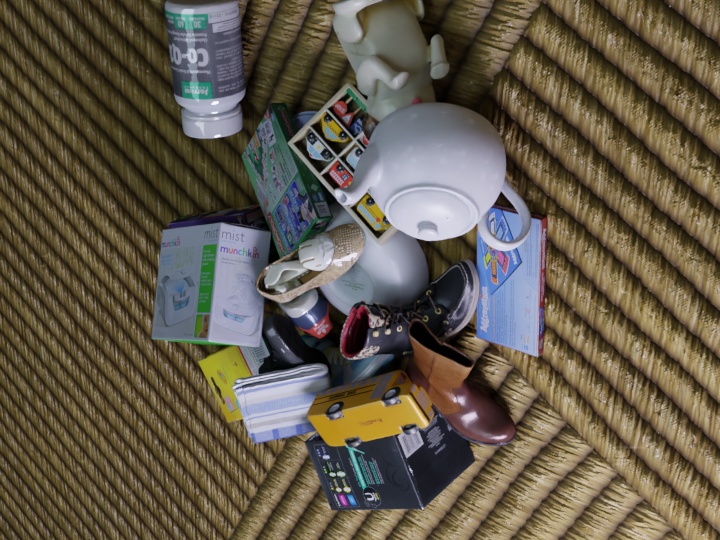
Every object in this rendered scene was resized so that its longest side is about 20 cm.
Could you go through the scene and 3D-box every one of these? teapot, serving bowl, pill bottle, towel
[{"bbox_3d":[0.097,-0.104,1.479,0.197,0.148,0.198,-9,148,24],"label":"teapot"},{"bbox_3d":[0.000,0.000,1.700,0.198,0.066,0.203,19,130,24],"label":"serving bowl"},{"bbox_3d":[-0.231,-0.311,1.758,0.112,0.113,0.203,16,120,36],"label":"pill bottle"},{"bbox_3d":[-0.112,0.203,1.772,0.201,0.144,0.024,85,174,-58],"label":"towel"}]

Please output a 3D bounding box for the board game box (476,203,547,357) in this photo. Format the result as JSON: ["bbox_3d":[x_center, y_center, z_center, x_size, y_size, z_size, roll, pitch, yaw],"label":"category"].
[{"bbox_3d":[0.204,0.012,1.581,0.102,0.019,0.203,16,120,35],"label":"board game box"}]

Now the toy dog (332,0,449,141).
[{"bbox_3d":[0.033,-0.264,1.524,0.193,0.138,0.203,-1,109,56],"label":"toy dog"}]

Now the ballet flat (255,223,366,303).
[{"bbox_3d":[-0.077,-0.007,1.654,0.199,0.065,0.071,-35,64,35],"label":"ballet flat"}]

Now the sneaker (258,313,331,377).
[{"bbox_3d":[-0.117,0.142,1.752,0.103,0.061,0.200,-23,139,20],"label":"sneaker"}]

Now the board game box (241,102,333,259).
[{"bbox_3d":[-0.112,-0.126,1.719,0.135,0.029,0.202,-51,56,51],"label":"board game box"}]

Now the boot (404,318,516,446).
[{"bbox_3d":[0.144,0.154,1.605,0.188,0.069,0.201,39,160,16],"label":"boot"}]

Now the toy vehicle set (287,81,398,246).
[{"bbox_3d":[0.007,-0.150,1.630,0.124,0.026,0.200,-44,76,7],"label":"toy vehicle set"}]

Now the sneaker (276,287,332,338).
[{"bbox_3d":[-0.092,0.048,1.794,0.085,0.075,0.200,52,-178,-24],"label":"sneaker"}]

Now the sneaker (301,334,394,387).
[{"bbox_3d":[-0.037,0.138,1.823,0.131,0.079,0.200,53,135,7],"label":"sneaker"}]

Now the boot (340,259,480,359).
[{"bbox_3d":[0.068,0.061,1.629,0.201,0.149,0.074,-53,49,45],"label":"boot"}]

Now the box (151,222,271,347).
[{"bbox_3d":[-0.229,0.024,1.788,0.199,0.095,0.180,-1,82,55],"label":"box"}]

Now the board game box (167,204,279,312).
[{"bbox_3d":[-0.219,-0.015,1.932,0.198,0.056,0.168,-5,108,44],"label":"board game box"}]

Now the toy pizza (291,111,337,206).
[{"bbox_3d":[-0.053,-0.140,1.735,0.198,0.032,0.203,19,121,35],"label":"toy pizza"}]

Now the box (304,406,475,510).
[{"bbox_3d":[0.043,0.274,1.763,0.198,0.148,0.126,-13,103,45],"label":"box"}]

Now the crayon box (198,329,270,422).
[{"bbox_3d":[-0.186,0.178,1.998,0.199,0.051,0.129,-23,93,45],"label":"crayon box"}]

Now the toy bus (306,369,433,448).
[{"bbox_3d":[0.016,0.197,1.660,0.198,0.079,0.066,-19,115,37],"label":"toy bus"}]
